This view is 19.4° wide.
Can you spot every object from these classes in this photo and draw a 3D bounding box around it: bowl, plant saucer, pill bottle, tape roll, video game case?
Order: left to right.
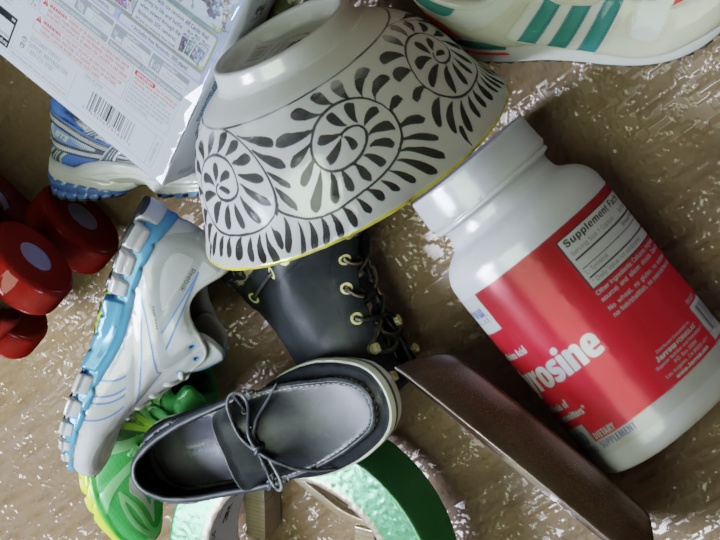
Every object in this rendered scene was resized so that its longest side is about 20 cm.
[{"bbox_3d":[-0.147,-0.183,1.267,0.200,0.045,0.182,39,124,15],"label":"video game case"},{"bbox_3d":[-0.032,0.196,1.422,0.199,0.048,0.202,8,111,23],"label":"tape roll"},{"bbox_3d":[-0.024,-0.096,1.201,0.200,0.201,0.095,-16,114,32],"label":"bowl"},{"bbox_3d":[0.106,0.112,1.283,0.200,0.200,0.032,39,89,7],"label":"plant saucer"},{"bbox_3d":[0.125,0.012,1.250,0.112,0.112,0.200,-39,92,35],"label":"pill bottle"}]

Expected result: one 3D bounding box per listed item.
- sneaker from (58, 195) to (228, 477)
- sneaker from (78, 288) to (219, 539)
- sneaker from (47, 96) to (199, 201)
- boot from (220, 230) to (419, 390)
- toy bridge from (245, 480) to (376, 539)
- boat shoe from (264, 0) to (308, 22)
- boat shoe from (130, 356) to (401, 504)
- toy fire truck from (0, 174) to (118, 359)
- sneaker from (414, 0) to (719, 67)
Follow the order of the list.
[{"bbox_3d":[-0.134,0.057,1.356,0.086,0.075,0.201,22,116,-2],"label":"sneaker"},{"bbox_3d":[-0.142,0.098,1.438,0.083,0.074,0.201,11,104,21],"label":"sneaker"},{"bbox_3d":[-0.124,-0.094,1.357,0.199,0.077,0.086,-3,104,27],"label":"sneaker"},{"bbox_3d":[0.000,0.000,1.333,0.203,0.073,0.154,-29,99,44],"label":"boot"},{"bbox_3d":[-0.068,0.153,1.468,0.199,0.027,0.068,11,116,23],"label":"toy bridge"},{"bbox_3d":[-0.025,-0.199,1.258,0.075,0.068,0.200,48,123,3],"label":"boat shoe"},{"bbox_3d":[-0.063,0.108,1.343,0.199,0.062,0.075,-17,98,28],"label":"boat shoe"},{"bbox_3d":[-0.269,-0.020,1.393,0.168,0.200,0.112,42,113,-1],"label":"toy fire truck"},{"bbox_3d":[0.116,-0.162,1.176,0.199,0.093,0.071,0,73,30],"label":"sneaker"}]
